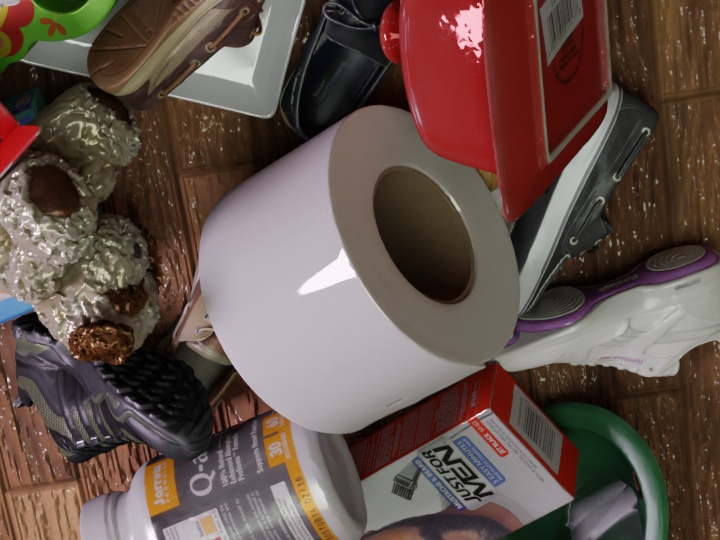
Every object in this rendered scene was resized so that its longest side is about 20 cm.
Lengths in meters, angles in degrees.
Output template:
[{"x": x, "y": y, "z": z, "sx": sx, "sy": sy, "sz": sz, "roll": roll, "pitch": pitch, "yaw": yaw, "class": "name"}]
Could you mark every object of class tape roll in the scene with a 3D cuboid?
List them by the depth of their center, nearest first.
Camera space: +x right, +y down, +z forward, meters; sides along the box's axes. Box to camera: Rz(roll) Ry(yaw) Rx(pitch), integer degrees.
[{"x": 0.000, "y": 0.000, "z": 1.581, "sx": 0.139, "sy": 0.203, "sz": 0.203, "roll": -28, "pitch": 117, "yaw": 36, "class": "tape roll"}]

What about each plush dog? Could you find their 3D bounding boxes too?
[{"x": -0.211, "y": -0.009, "z": 1.559, "sx": 0.160, "sy": 0.200, "sz": 0.172, "roll": -31, "pitch": 109, "yaw": 22, "class": "plush dog"}]

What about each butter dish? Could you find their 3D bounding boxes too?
[{"x": 0.083, "y": -0.162, "z": 1.523, "sx": 0.147, "sy": 0.200, "sz": 0.201, "roll": 8, "pitch": 121, "yaw": 26, "class": "butter dish"}]

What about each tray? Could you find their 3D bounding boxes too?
[{"x": -0.147, "y": -0.184, "z": 1.603, "sx": 0.198, "sy": 0.022, "sz": 0.108, "roll": 13, "pitch": 113, "yaw": -9, "class": "tray"}]

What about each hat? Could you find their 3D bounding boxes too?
[{"x": 0.215, "y": 0.208, "z": 1.810, "sx": 0.164, "sy": 0.175, "sz": 0.202, "roll": -4, "pitch": 87, "yaw": 32, "class": "hat"}]

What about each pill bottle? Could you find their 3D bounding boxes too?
[{"x": -0.104, "y": 0.183, "z": 1.652, "sx": 0.198, "sy": 0.117, "sz": 0.117, "roll": -22, "pitch": 115, "yaw": 10, "class": "pill bottle"}]

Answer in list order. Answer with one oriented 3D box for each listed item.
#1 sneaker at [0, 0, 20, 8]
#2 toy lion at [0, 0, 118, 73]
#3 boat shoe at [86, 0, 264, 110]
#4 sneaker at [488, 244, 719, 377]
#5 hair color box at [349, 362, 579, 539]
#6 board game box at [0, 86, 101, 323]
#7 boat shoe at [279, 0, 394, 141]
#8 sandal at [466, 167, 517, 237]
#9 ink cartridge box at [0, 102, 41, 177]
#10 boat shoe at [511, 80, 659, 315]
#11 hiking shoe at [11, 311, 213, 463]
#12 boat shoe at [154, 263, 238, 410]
[{"x": -0.264, "y": -0.199, "z": 1.486, "sx": 0.092, "sy": 0.076, "sz": 0.200, "roll": 37, "pitch": 127, "yaw": -17, "class": "sneaker"}, {"x": -0.261, "y": -0.218, "z": 1.546, "sx": 0.198, "sy": 0.069, "sz": 0.193, "roll": 16, "pitch": 120, "yaw": 5, "class": "toy lion"}, {"x": -0.104, "y": -0.191, "z": 1.562, "sx": 0.200, "sy": 0.072, "sz": 0.072, "roll": -45, "pitch": 141, "yaw": 5, "class": "boat shoe"}, {"x": 0.198, "y": 0.054, "z": 1.708, "sx": 0.198, "sy": 0.075, "sz": 0.100, "roll": -18, "pitch": 115, "yaw": 5, "class": "sneaker"}, {"x": 0.062, "y": 0.170, "z": 1.736, "sx": 0.199, "sy": 0.064, "sz": 0.111, "roll": -32, "pitch": 114, "yaw": 29, "class": "hair color box"}, {"x": -0.301, "y": -0.030, "z": 1.653, "sx": 0.198, "sy": 0.045, "sz": 0.153, "roll": -21, "pitch": 114, "yaw": 6, "class": "board game box"}, {"x": 0.003, "y": -0.178, "z": 1.594, "sx": 0.074, "sy": 0.062, "sz": 0.201, "roll": 26, "pitch": 110, "yaw": -13, "class": "boat shoe"}, {"x": 0.096, "y": -0.103, "z": 1.638, "sx": 0.081, "sy": 0.055, "sz": 0.202, "roll": 8, "pitch": 114, "yaw": -7, "class": "sandal"}, {"x": -0.318, "y": -0.088, "z": 1.517, "sx": 0.116, "sy": 0.199, "sz": 0.067, "roll": -51, "pitch": 122, "yaw": -18, "class": "ink cartridge box"}, {"x": 0.167, "y": -0.047, "z": 1.667, "sx": 0.066, "sy": 0.070, "sz": 0.201, "roll": 21, "pitch": 105, "yaw": -11, "class": "boat shoe"}, {"x": -0.188, "y": 0.106, "z": 1.669, "sx": 0.075, "sy": 0.199, "sz": 0.102, "roll": -23, "pitch": 131, "yaw": -43, "class": "hiking shoe"}, {"x": -0.106, "y": 0.045, "z": 1.686, "sx": 0.075, "sy": 0.072, "sz": 0.201, "roll": 22, "pitch": 112, "yaw": -14, "class": "boat shoe"}]
